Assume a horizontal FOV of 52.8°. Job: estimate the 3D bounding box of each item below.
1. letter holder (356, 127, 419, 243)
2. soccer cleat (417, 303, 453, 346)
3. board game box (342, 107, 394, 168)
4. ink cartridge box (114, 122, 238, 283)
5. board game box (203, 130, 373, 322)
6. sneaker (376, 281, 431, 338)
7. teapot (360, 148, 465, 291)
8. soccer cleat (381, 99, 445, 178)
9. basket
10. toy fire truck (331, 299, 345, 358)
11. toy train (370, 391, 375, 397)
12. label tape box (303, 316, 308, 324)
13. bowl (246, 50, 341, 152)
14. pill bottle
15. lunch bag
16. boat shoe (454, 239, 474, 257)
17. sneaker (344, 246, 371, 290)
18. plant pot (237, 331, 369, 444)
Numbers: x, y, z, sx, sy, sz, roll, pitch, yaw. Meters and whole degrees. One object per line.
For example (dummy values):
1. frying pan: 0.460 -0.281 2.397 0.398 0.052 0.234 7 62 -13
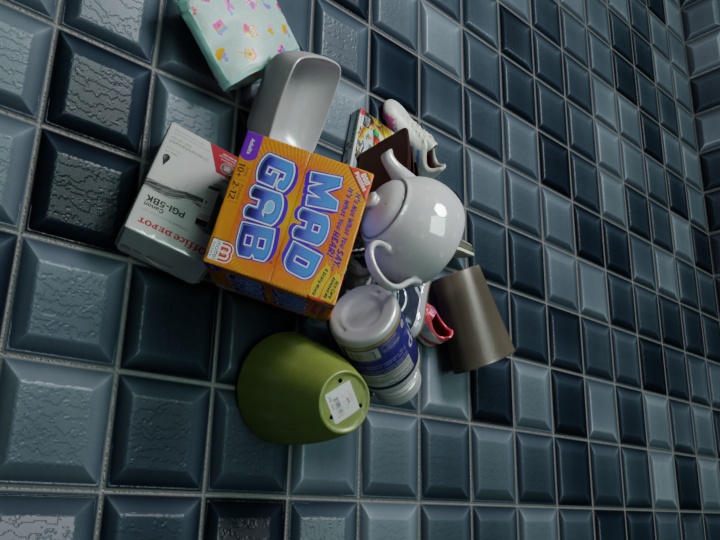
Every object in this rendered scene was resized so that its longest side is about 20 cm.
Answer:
1. letter holder: 0.072 -0.154 1.406 0.100 0.141 0.204 29 50 -35
2. soccer cleat: 0.115 0.077 1.499 0.201 0.072 0.069 49 50 -23
3. board game box: 0.020 -0.221 1.519 0.125 0.034 0.204 28 60 -36
4. ink cartridge box: -0.278 -0.105 1.144 0.145 0.083 0.204 26 60 -20
5. board game box: -0.110 -0.057 1.118 0.196 0.200 0.204 18 78 -3
6. sneaker: 0.069 0.017 1.315 0.107 0.070 0.203 31 48 -27
7. teapot: 0.066 -0.077 1.194 0.145 0.200 0.200 31 93 -28
8. soccer cleat: 0.124 -0.296 1.605 0.070 0.085 0.202 -42 108 -42
9. basket: 0.237 0.101 1.574 0.179 0.134 0.204 -14 84 -57
10. toy fire truck: 0.028 0.139 1.383 0.197 0.111 0.172 1 93 -43
11. toy train: 0.022 0.209 1.333 0.046 0.034 0.202 28 95 -51
12. label tape box: -0.064 -0.016 1.297 0.062 0.144 0.205 1 76 -11
13. bowl: -0.126 -0.298 1.304 0.199 0.074 0.203 -19 134 -65
14. pill bottle: 0.034 0.132 1.208 0.121 0.117 0.202 -65 145 -34
15. lunch bag: -0.222 -0.416 1.284 0.200 0.120 0.173 -41 108 -48
16. boat shoe: 0.179 -0.071 1.605 0.199 0.071 0.062 14 73 -37
17. sneaker: 0.000 0.000 1.346 0.073 0.200 0.083 -4 94 -6
18. plant pot: -0.075 0.200 1.163 0.184 0.199 0.192 0 89 -33
